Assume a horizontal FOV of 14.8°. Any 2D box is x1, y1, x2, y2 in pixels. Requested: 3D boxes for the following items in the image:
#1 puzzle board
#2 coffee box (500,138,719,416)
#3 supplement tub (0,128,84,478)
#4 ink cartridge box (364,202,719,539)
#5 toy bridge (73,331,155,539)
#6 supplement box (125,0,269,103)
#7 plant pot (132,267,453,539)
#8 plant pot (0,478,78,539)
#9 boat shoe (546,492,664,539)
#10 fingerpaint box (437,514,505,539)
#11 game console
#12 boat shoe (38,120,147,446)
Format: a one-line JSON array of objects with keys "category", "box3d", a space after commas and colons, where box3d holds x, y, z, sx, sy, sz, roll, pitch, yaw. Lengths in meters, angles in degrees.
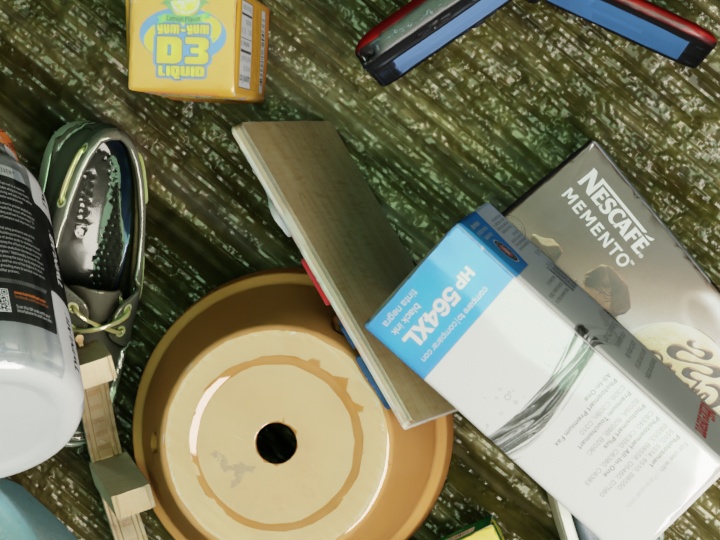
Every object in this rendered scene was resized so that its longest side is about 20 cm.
[{"category": "puzzle board", "box3d": [0.000, 0.000, 1.648, 0.017, 0.151, 0.201, -32, 82, 18]}, {"category": "coffee box", "box3d": [0.162, 0.031, 1.682, 0.113, 0.080, 0.200, -39, 89, 6]}, {"category": "supplement tub", "box3d": [-0.234, 0.013, 1.623, 0.122, 0.123, 0.201, -17, 54, 3]}, {"category": "ink cartridge box", "box3d": [0.111, 0.061, 1.575, 0.200, 0.146, 0.084, 43, 100, 3]}, {"category": "toy bridge", "box3d": [-0.146, 0.129, 1.684, 0.027, 0.067, 0.201, -18, 110, -12]}, {"category": "supplement box", "box3d": [-0.094, -0.133, 1.634, 0.066, 0.200, 0.069, 3, 91, 3]}, {"category": "plant pot", "box3d": [-0.044, 0.099, 1.666, 0.199, 0.140, 0.201, 0, 91, 2]}, {"category": "plant pot", "box3d": [-0.237, 0.232, 1.660, 0.195, 0.196, 0.201, -24, 77, 3]}, {"category": "boat shoe", "box3d": [0.160, 0.183, 1.688, 0.062, 0.075, 0.201, -19, 91, 5]}, {"category": "fingerpaint box", "box3d": [0.027, 0.267, 1.697, 0.199, 0.073, 0.167, -26, 88, 4]}, {"category": "game console", "box3d": [0.101, -0.126, 1.624, 0.172, 0.200, 0.119, -34, 88, 3]}, {"category": "boat shoe", "box3d": [-0.169, 0.009, 1.702, 0.072, 0.060, 0.203, 4, 91, -24]}]
